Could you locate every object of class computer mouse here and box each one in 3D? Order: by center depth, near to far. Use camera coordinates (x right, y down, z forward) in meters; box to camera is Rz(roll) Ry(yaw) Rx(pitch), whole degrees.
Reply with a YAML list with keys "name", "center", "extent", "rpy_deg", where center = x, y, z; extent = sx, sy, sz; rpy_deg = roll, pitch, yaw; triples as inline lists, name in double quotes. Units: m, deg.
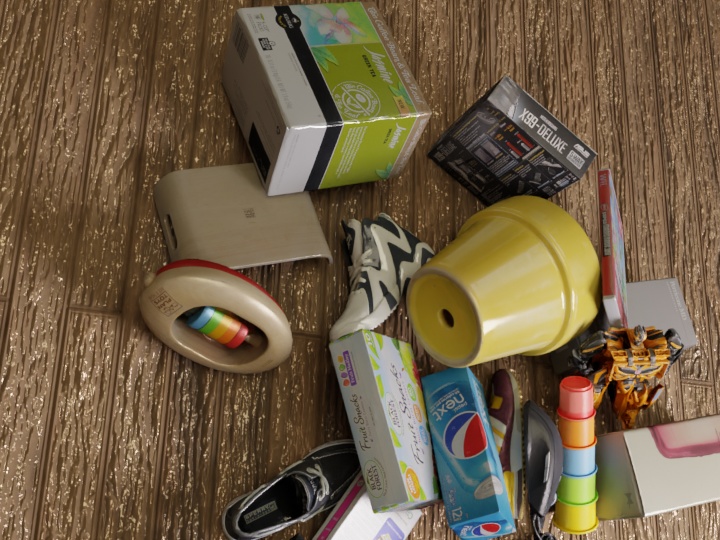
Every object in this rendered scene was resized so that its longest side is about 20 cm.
- name: "computer mouse"
  center: [0.233, 0.265, 1.099]
  extent: [0.046, 0.140, 0.201]
  rpy_deg: [-4, 76, 14]

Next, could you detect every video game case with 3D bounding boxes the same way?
- name: "video game case"
  center: [0.330, -0.012, 1.148]
  extent: [0.017, 0.143, 0.201]
  rpy_deg: [-7, 55, 21]

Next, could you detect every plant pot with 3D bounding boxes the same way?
- name: "plant pot"
  center: [0.165, 0.027, 1.097]
  extent: [0.188, 0.201, 0.201]
  rpy_deg: [-24, 83, -35]

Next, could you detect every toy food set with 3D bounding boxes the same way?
- name: "toy food set"
  center: [-0.145, -0.057, 1.103]
  extent: [0.199, 0.060, 0.144]
  rpy_deg: [-9, 66, -25]

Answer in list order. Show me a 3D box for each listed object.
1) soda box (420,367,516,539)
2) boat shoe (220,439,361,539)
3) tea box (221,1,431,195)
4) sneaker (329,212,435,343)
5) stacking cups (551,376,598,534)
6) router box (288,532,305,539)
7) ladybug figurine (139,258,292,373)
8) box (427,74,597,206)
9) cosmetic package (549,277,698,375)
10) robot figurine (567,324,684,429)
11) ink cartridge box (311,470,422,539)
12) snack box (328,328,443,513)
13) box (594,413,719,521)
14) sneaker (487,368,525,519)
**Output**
- name: "soda box"
  center: [0.127, 0.217, 1.054]
  extent: [0.064, 0.068, 0.201]
  rpy_deg: [-21, 48, 14]
- name: "boat shoe"
  center: [-0.066, 0.253, 1.022]
  extent: [0.199, 0.068, 0.072]
  rpy_deg: [-20, 82, -27]
- name: "tea box"
  center: [-0.048, -0.222, 1.120]
  extent: [0.196, 0.134, 0.201]
  rpy_deg: [-11, 62, -26]
- name: "sneaker"
  center: [0.000, 0.000, 1.123]
  extent: [0.130, 0.079, 0.199]
  rpy_deg: [48, 63, 0]
- name: "stacking cups"
  center: [0.271, 0.232, 1.119]
  extent: [0.060, 0.060, 0.201]
  rpy_deg: [-12, 107, -24]
- name: "router box"
  center: [-0.095, 0.397, 0.921]
  extent: [0.200, 0.051, 0.149]
  rpy_deg: [-40, 91, 7]
- name: "ladybug figurine"
  center: [-0.164, 0.047, 1.014]
  extent: [0.200, 0.136, 0.072]
  rpy_deg: [38, 32, -35]
- name: "box"
  center: [0.196, -0.155, 1.182]
  extent: [0.158, 0.200, 0.050]
  rpy_deg: [39, 68, -5]
- name: "cosmetic package"
  center: [0.361, 0.078, 1.237]
  extent: [0.199, 0.090, 0.107]
  rpy_deg: [-8, 73, -21]
- name: "robot figurine"
  center: [0.335, 0.138, 1.133]
  extent: [0.144, 0.200, 0.058]
  rpy_deg: [-2, 54, -4]
- name: "ink cartridge box"
  center: [-0.012, 0.330, 1.020]
  extent: [0.200, 0.037, 0.095]
  rpy_deg: [-52, 120, -29]
- name: "snack box"
  center: [0.038, 0.178, 1.039]
  extent: [0.142, 0.053, 0.201]
  rpy_deg: [22, 48, -60]
- name: "box"
  center: [0.404, 0.261, 1.173]
  extent: [0.199, 0.128, 0.109]
  rpy_deg: [-4, 74, -23]
- name: "sneaker"
  center: [0.162, 0.216, 1.122]
  extent: [0.090, 0.075, 0.201]
  rpy_deg: [-1, 55, 6]
